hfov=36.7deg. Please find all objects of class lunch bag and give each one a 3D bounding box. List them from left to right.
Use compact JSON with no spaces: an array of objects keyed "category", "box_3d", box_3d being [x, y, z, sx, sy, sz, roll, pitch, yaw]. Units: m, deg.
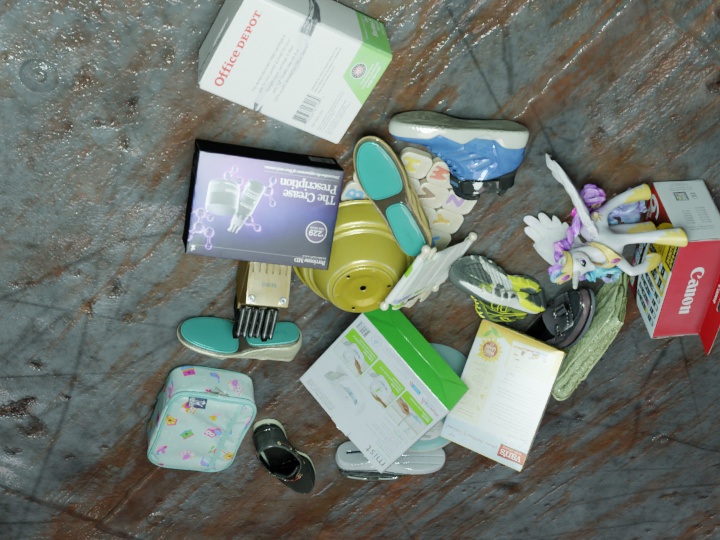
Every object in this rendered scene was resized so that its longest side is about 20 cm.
[{"category":"lunch bag","box_3d":[-0.260,0.248,1.798,0.158,0.078,0.201,13,130,-20]}]

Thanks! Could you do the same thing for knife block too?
[{"category":"knife block","box_3d":[-0.149,0.004,1.608,0.063,0.204,0.175,6,178,-16]}]

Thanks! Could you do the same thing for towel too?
[{"category":"towel","box_3d":[0.364,0.100,1.722,0.036,0.149,0.201,27,128,0]}]

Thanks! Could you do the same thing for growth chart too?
[{"category":"growth chart","box_3d":[0.100,0.005,1.589,0.145,0.018,0.199,-52,164,27]}]

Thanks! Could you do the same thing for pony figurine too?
[{"category":"pony figurine","box_3d":[0.330,-0.060,1.538,0.197,0.194,0.168,-14,138,-14]}]

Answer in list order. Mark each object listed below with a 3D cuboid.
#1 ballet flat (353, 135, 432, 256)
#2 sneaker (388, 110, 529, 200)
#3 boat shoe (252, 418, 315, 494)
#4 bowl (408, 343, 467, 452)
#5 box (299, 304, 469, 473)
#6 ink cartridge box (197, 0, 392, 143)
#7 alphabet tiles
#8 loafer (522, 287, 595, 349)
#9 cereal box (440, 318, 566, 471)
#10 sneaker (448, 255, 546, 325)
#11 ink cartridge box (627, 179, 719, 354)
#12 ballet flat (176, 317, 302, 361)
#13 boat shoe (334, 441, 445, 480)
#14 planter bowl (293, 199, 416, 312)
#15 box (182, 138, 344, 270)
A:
[{"category":"ballet flat","box_3d":[0.044,-0.110,1.501,0.068,0.063,0.202,-12,123,21]},{"category":"sneaker","box_3d":[0.127,-0.149,1.475,0.196,0.077,0.113,2,116,-19]},{"category":"boat shoe","box_3d":[-0.134,0.344,1.923,0.073,0.064,0.203,-21,134,7]},{"category":"bowl","box_3d":[0.101,0.228,1.820,0.197,0.106,0.203,-4,133,-4]},{"category":"box","box_3d":[0.035,0.179,1.696,0.200,0.096,0.177,47,121,7]},{"category":"ink cartridge box","box_3d":[-0.083,-0.265,1.336,0.197,0.085,0.146,19,127,-25]},{"category":"alphabet tiles","box_3d":[0.063,-0.089,1.576,0.193,0.015,0.201,16,129,-22]},{"category":"loafer","box_3d":[0.305,0.089,1.720,0.062,0.073,0.201,6,150,-13]},{"category":"cereal box","box_3d":[0.225,0.196,1.719,0.142,0.039,0.203,22,96,16]},{"category":"sneaker","box_3d":[0.201,0.042,1.672,0.198,0.075,0.084,21,133,-36]},{"category":"ink cartridge box","box_3d":[0.477,0.000,1.614,0.082,0.177,0.202,-4,134,-6]},{"category":"ballet flat","box_3d":[-0.190,0.114,1.696,0.196,0.070,0.070,5,133,-13]},{"category":"boat shoe","box_3d":[0.053,0.339,1.952,0.196,0.073,0.071,2,143,3]},{"category":"planter bowl","box_3d":[0.000,0.000,1.582,0.197,0.084,0.202,-5,134,-5]},{"category":"box","box_3d":[-0.132,-0.087,1.466,0.196,0.079,0.144,6,108,-15]}]
